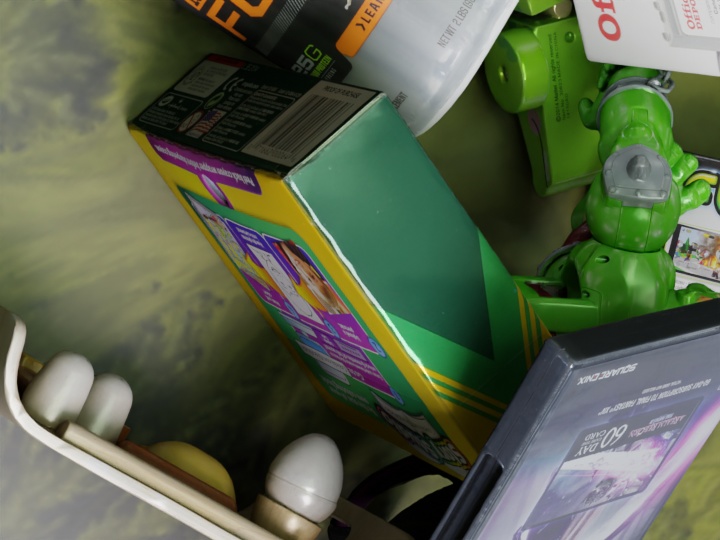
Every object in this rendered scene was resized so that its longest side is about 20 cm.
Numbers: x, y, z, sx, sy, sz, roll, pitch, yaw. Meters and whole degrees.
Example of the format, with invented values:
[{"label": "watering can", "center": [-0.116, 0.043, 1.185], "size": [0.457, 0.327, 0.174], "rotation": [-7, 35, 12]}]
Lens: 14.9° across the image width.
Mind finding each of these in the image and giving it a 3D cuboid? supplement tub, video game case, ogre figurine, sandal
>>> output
[{"label": "supplement tub", "center": [-0.030, -0.153, 1.136], "size": [0.199, 0.123, 0.123], "rotation": [31, 85, -7]}, {"label": "video game case", "center": [0.076, 0.096, 1.078], "size": [0.142, 0.019, 0.201], "rotation": [-11, 137, -48]}, {"label": "ogre figurine", "center": [0.109, 0.013, 1.197], "size": [0.098, 0.120, 0.201], "rotation": [26, 102, -3]}, {"label": "sandal", "center": [0.029, 0.103, 1.190], "size": [0.048, 0.200, 0.075], "rotation": [43, 51, -8]}]

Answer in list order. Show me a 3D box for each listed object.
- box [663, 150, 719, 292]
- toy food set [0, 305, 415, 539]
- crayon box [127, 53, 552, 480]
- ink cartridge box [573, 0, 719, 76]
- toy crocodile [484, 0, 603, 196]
[{"label": "box", "center": [0.205, 0.014, 1.261], "size": [0.199, 0.035, 0.111], "rotation": [14, 93, 15]}, {"label": "toy food set", "center": [-0.084, 0.063, 1.147], "size": [0.200, 0.143, 0.061], "rotation": [33, 85, -24]}, {"label": "crayon box", "center": [0.000, 0.000, 1.143], "size": [0.058, 0.200, 0.173], "rotation": [-41, 111, -11]}, {"label": "ink cartridge box", "center": [0.177, -0.156, 1.134], "size": [0.083, 0.199, 0.147], "rotation": [-39, 125, -37]}, {"label": "toy crocodile", "center": [0.080, -0.132, 1.242], "size": [0.067, 0.062, 0.201], "rotation": [-20, 110, -20]}]
